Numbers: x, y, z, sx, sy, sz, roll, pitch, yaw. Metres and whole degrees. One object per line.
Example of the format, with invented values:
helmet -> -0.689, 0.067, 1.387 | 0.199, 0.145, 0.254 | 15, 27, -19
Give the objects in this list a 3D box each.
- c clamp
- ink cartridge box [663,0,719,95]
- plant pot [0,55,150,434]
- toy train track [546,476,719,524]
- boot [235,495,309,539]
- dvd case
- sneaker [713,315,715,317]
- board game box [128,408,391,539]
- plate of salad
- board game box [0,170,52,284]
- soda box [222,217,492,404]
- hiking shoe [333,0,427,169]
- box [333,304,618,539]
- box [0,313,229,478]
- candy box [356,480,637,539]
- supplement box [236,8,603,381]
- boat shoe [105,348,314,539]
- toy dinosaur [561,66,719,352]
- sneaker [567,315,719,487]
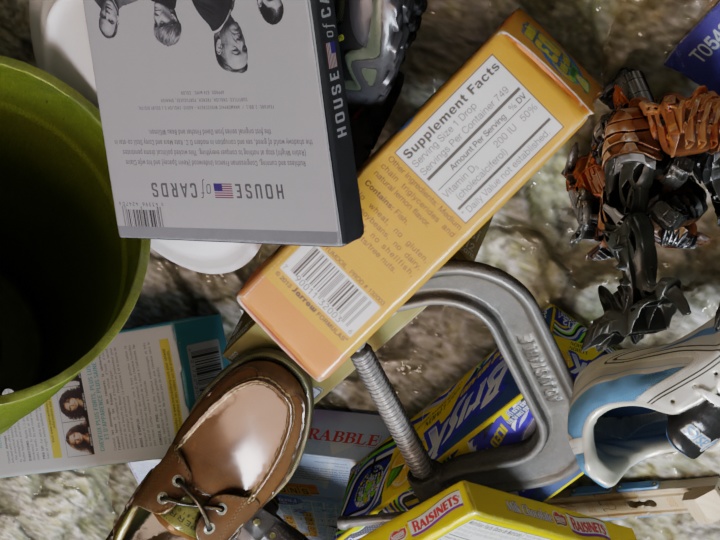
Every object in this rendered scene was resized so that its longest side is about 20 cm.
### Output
c clamp -> 0.038, 0.074, 1.340 | 0.170, 0.027, 0.201 | -6, 131, 18
ink cartridge box -> 0.266, -0.083, 1.139 | 0.199, 0.041, 0.200 | 32, 143, -8
plant pot -> -0.229, 0.011, 1.354 | 0.199, 0.201, 0.193 | 27, 154, -3
toy train track -> 0.134, 0.153, 1.505 | 0.199, 0.033, 0.115 | -9, 131, 36
boot -> -0.053, 0.181, 1.545 | 0.174, 0.069, 0.200 | 34, 160, 3
dvd case -> -0.074, -0.113, 1.199 | 0.150, 0.025, 0.201 | 3, 107, 38
sneaker -> 0.280, 0.064, 1.285 | 0.199, 0.075, 0.088 | 2, 133, 29
board game box -> -0.040, 0.165, 1.610 | 0.199, 0.041, 0.200 | 5, 138, 24
plate of salad -> -0.107, -0.093, 1.307 | 0.200, 0.048, 0.201 | 34, 140, 34
board game box -> -0.268, -0.049, 1.478 | 0.199, 0.045, 0.152 | 22, 142, 5
soda box -> 0.000, 0.000, 1.366 | 0.064, 0.068, 0.200 | 33, 143, -11
hiking shoe -> -0.023, -0.123, 1.221 | 0.100, 0.076, 0.200 | 22, 147, 2
box -> 0.072, 0.108, 1.426 | 0.070, 0.065, 0.200 | 33, 130, -18
box -> -0.170, 0.082, 1.544 | 0.199, 0.049, 0.083 | -9, 91, 37
candy box -> 0.075, 0.167, 1.413 | 0.102, 0.027, 0.200 | -34, 151, 22
supplement box -> 0.030, -0.038, 1.226 | 0.200, 0.067, 0.069 | -43, 94, 18
boat shoe -> -0.092, 0.134, 1.414 | 0.072, 0.068, 0.200 | 33, 118, 0
toy dinosaur -> 0.143, -0.038, 1.183 | 0.101, 0.137, 0.200 | -11, 170, 3
sneaker -> 0.193, 0.055, 1.254 | 0.199, 0.073, 0.072 | -29, 133, 31
